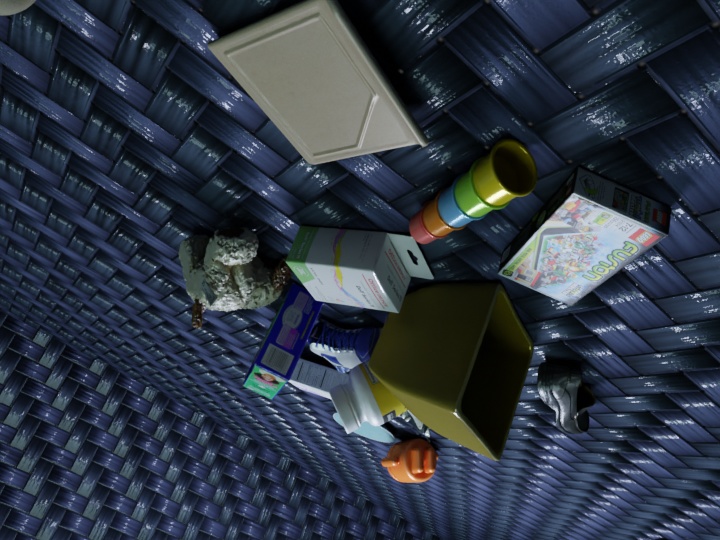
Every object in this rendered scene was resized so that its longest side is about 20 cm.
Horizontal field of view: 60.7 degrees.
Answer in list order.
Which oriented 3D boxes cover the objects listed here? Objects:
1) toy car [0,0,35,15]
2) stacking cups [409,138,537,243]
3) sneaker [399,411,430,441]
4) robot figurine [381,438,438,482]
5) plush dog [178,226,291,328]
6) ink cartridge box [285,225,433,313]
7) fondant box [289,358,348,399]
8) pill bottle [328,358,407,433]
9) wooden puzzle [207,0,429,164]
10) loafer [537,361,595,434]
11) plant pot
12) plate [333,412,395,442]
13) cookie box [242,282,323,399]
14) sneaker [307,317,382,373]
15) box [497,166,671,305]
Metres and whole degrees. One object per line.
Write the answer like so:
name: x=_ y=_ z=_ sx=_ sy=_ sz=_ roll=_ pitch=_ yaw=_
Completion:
toy car: x=-0.373 y=-0.327 z=0.517 sx=0.196 sy=0.167 sz=0.159 roll=30 pitch=155 yaw=6
stacking cups: x=0.113 y=-0.075 z=0.695 sx=0.059 sy=0.062 sz=0.199 roll=29 pitch=153 yaw=-15
sneaker: x=0.091 y=0.284 z=1.223 sx=0.194 sy=0.133 sz=0.079 roll=-20 pitch=170 yaw=9
robot figurine: x=0.146 y=0.548 z=1.767 sx=0.118 sy=0.143 sz=0.200 roll=54 pitch=150 yaw=1
plush dog: x=-0.210 y=0.021 z=1.065 sx=0.168 sy=0.166 sz=0.197 roll=8 pitch=170 yaw=-41
ink cartridge box: x=0.000 y=0.000 z=0.917 sx=0.195 sy=0.069 sz=0.118 roll=6 pitch=149 yaw=31
fondant box: x=-0.070 y=0.272 z=1.467 sx=0.194 sy=0.060 sz=0.145 roll=16 pitch=163 yaw=16
pill bottle: x=0.045 y=0.205 z=1.096 sx=0.114 sy=0.196 sz=0.112 roll=61 pitch=172 yaw=15
wooden puzzle: x=-0.042 y=-0.190 z=0.641 sx=0.196 sy=0.038 sz=0.185 roll=4 pitch=149 yaw=42
loafer: x=0.364 y=0.226 z=1.046 sx=0.071 sy=0.075 sz=0.200 roll=-5 pitch=144 yaw=35
plant pot: x=0.128 y=0.141 z=0.951 sx=0.196 sy=0.198 sz=0.196 roll=8 pitch=152 yaw=37
plate: x=0.013 y=0.450 z=1.793 sx=0.194 sy=0.026 sz=0.202 roll=18 pitch=152 yaw=10
cookie box: x=-0.151 y=0.143 z=1.187 sx=0.074 sy=0.175 sz=0.200 roll=26 pitch=154 yaw=-5
sneaker: x=-0.041 y=0.147 z=1.209 sx=0.113 sy=0.083 sz=0.198 roll=29 pitch=155 yaw=-19
box: x=0.245 y=-0.030 z=0.703 sx=0.107 sy=0.035 sz=0.201 roll=23 pitch=154 yaw=0
